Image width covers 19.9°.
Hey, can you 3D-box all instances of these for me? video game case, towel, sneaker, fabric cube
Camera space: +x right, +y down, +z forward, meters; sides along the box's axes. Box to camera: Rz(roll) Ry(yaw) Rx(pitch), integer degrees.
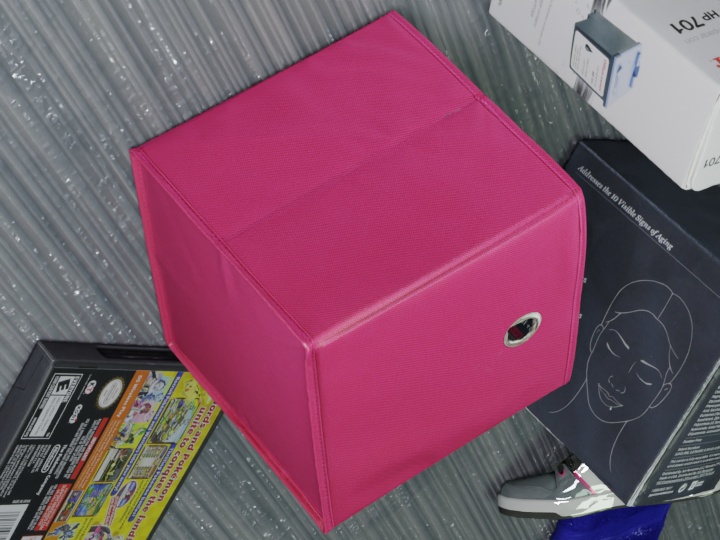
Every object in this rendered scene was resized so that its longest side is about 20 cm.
[{"bbox_3d":[-0.187,0.135,1.381,0.180,0.026,0.200,6,122,-49],"label":"video game case"},{"bbox_3d":[0.246,0.219,1.919,0.147,0.050,0.201,-21,140,-33],"label":"towel"},{"bbox_3d":[0.210,0.145,1.774,0.199,0.121,0.084,-10,-176,7],"label":"sneaker"},{"bbox_3d":[0.000,0.000,1.276,0.199,0.200,0.197,-29,145,-21],"label":"fabric cube"}]

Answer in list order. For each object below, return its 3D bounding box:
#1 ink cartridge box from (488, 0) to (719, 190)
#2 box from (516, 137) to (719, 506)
[{"bbox_3d":[0.205,-0.157,1.325,0.146,0.200,0.086,-20,140,-33],"label":"ink cartridge box"},{"bbox_3d":[0.217,0.036,1.549,0.124,0.200,0.197,-4,130,-47],"label":"box"}]
